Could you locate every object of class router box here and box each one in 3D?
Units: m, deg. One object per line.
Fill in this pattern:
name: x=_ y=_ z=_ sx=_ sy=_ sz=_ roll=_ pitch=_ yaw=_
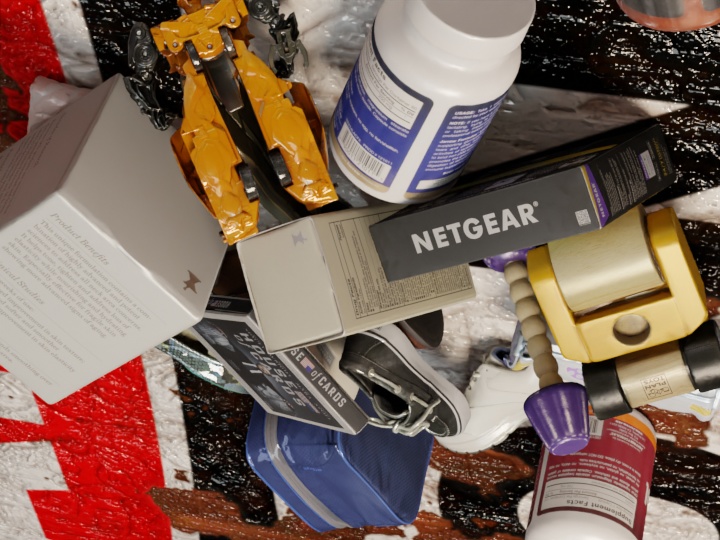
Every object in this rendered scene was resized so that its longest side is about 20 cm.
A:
router box: x=0.131 y=-0.054 z=1.386 sx=0.200 sy=0.157 sz=0.052 roll=-15 pitch=98 yaw=35

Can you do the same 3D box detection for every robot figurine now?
robot figurine: x=-0.101 y=-0.130 z=1.373 sx=0.145 sy=0.058 sz=0.200 roll=-22 pitch=96 yaw=-3

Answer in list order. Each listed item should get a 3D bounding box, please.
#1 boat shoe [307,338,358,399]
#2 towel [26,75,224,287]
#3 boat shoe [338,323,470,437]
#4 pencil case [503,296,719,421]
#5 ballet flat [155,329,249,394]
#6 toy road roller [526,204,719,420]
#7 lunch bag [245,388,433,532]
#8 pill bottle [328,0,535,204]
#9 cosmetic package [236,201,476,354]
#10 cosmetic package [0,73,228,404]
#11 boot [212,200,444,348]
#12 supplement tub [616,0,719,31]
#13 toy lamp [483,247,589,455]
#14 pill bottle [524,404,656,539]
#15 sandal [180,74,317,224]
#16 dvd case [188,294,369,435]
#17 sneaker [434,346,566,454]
boat shoe: x=-0.063 y=0.051 z=1.591 sx=0.068 sy=0.072 sz=0.200 roll=10 pitch=150 yaw=34
towel: x=-0.210 y=-0.072 z=1.568 sx=0.200 sy=0.032 sz=0.191 roll=16 pitch=132 yaw=-1
boat shoe: x=0.040 y=0.118 z=1.618 sx=0.073 sy=0.068 sz=0.199 roll=9 pitch=154 yaw=30
pencil case: x=0.234 y=0.074 z=1.569 sx=0.200 sy=0.091 sz=0.083 roll=15 pitch=100 yaw=-1
ballet flat: x=-0.167 y=0.059 z=1.725 sx=0.200 sy=0.074 sz=0.074 roll=27 pitch=142 yaw=-20
toy road roller: x=0.226 y=0.016 z=1.452 sx=0.123 sy=0.146 sz=0.200 roll=-18 pitch=122 yaw=16
lunch bag: x=-0.023 y=0.178 z=1.763 sx=0.132 sy=0.136 sz=0.200 roll=-8 pitch=139 yaw=30
pill bottle: x=0.055 y=-0.149 z=1.322 sx=0.116 sy=0.116 sz=0.200 roll=21 pitch=144 yaw=-6
cosmetic package: x=0.000 y=0.000 z=1.459 sx=0.087 sy=0.104 sz=0.200 roll=-17 pitch=176 yaw=36
cosmetic package: x=-0.238 y=-0.024 z=1.484 sx=0.200 sy=0.166 sz=0.167 roll=-28 pitch=120 yaw=33
boot: x=-0.042 y=0.031 z=1.635 sx=0.188 sy=0.069 sz=0.200 roll=37 pitch=140 yaw=-27
supplement tub: x=0.202 y=-0.260 z=1.130 sx=0.107 sy=0.107 sz=0.200 roll=1 pitch=141 yaw=20
toy lamp: x=0.151 y=0.063 z=1.490 sx=0.058 sy=0.200 sz=0.058 roll=-12 pitch=150 yaw=-7
pill bottle: x=0.222 y=0.234 z=1.688 sx=0.113 sy=0.200 sz=0.113 roll=11 pitch=144 yaw=8
sandal: x=-0.101 y=-0.094 z=1.471 sx=0.054 sy=0.080 sz=0.200 roll=-20 pitch=129 yaw=20
dvd case: x=-0.086 y=0.081 z=1.569 sx=0.150 sy=0.025 sz=0.200 roll=49 pitch=163 yaw=-19
sneaker: x=0.138 y=0.115 z=1.691 sx=0.200 sy=0.075 sz=0.087 roll=-29 pitch=109 yaw=39
